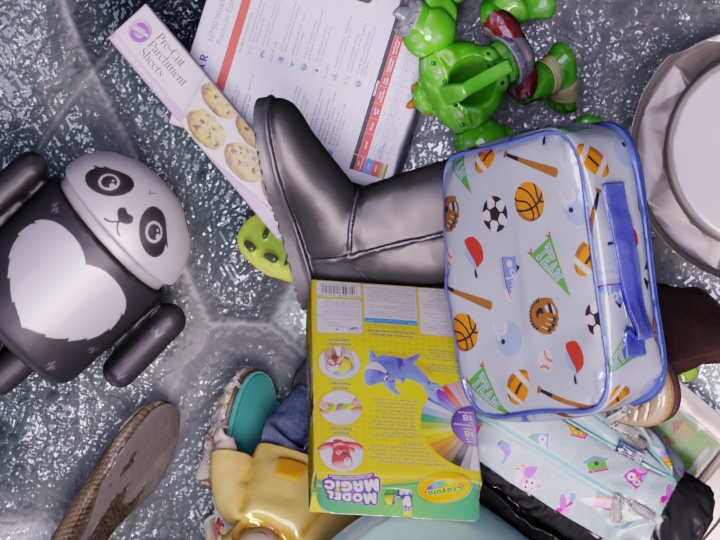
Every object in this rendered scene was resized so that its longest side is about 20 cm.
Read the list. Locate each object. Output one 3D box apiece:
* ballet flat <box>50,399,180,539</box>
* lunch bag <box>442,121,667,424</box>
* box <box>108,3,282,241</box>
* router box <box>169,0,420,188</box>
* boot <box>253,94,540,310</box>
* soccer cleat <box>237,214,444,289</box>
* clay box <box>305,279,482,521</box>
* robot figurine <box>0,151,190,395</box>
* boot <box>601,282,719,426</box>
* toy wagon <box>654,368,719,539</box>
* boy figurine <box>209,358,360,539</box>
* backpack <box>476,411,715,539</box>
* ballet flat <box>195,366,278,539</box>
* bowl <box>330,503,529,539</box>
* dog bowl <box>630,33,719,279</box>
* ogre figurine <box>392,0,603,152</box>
[{"bbox_3d":[-0.203,0.182,1.763,0.046,0.067,0.201,33,97,37],"label":"ballet flat"},{"bbox_3d":[0.131,0.006,1.525,0.160,0.075,0.202,-10,89,50],"label":"lunch bag"},{"bbox_3d":[-0.107,-0.108,1.707,0.041,0.039,0.200,-40,84,1],"label":"box"},{"bbox_3d":[-0.030,-0.179,1.745,0.178,0.049,0.202,18,92,6],"label":"router box"},{"bbox_3d":[0.037,-0.065,1.627,0.198,0.066,0.166,-11,113,12],"label":"boot"},{"bbox_3d":[0.000,0.001,1.735,0.199,0.084,0.065,10,61,22],"label":"soccer cleat"},{"bbox_3d":[0.021,0.098,1.578,0.114,0.048,0.201,4,48,-6],"label":"clay box"},{"bbox_3d":[-0.219,0.003,1.725,0.200,0.150,0.125,-42,47,4],"label":"robot figurine"},{"bbox_3d":[0.219,0.050,1.626,0.165,0.200,0.073,5,113,-27],"label":"boot"},{"bbox_3d":[0.203,0.132,1.728,0.200,0.040,0.155,40,93,5],"label":"toy wagon"},{"bbox_3d":[-0.058,0.156,1.682,0.124,0.065,0.201,27,51,3],"label":"boy figurine"},{"bbox_3d":[0.151,0.147,1.648,0.199,0.167,0.127,34,74,9],"label":"backpack"},{"bbox_3d":[-0.095,0.175,1.746,0.064,0.075,0.202,-8,83,39],"label":"ballet flat"},{"bbox_3d":[0.034,0.224,1.603,0.200,0.201,0.105,-36,72,5],"label":"bowl"},{"bbox_3d":[0.298,-0.088,1.708,0.198,0.059,0.202,0,91,5],"label":"dog bowl"},{"bbox_3d":[0.095,-0.152,1.684,0.119,0.098,0.201,-31,119,-27],"label":"ogre figurine"}]
